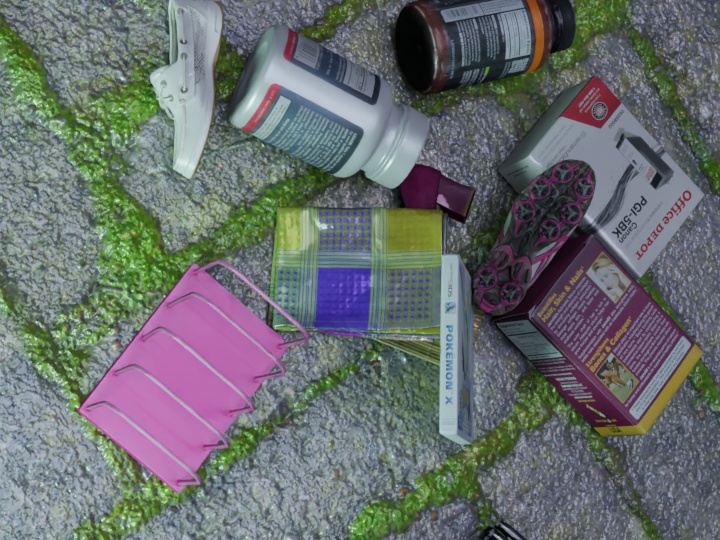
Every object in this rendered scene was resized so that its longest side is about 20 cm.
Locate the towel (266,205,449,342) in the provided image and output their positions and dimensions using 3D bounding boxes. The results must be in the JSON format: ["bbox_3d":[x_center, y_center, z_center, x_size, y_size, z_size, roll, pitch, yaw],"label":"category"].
[{"bbox_3d":[0.000,0.000,1.693,0.198,0.023,0.145,3,81,7],"label":"towel"}]

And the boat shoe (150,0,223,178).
[{"bbox_3d":[-0.192,-0.197,1.668,0.069,0.071,0.202,10,71,-19],"label":"boat shoe"}]

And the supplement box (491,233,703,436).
[{"bbox_3d":[0.272,0.078,1.793,0.200,0.103,0.131,46,70,-11],"label":"supplement box"}]

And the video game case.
[{"bbox_3d":[0.105,0.089,1.670,0.022,0.200,0.185,0,81,9],"label":"video game case"}]

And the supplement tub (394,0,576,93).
[{"bbox_3d":[0.146,-0.271,1.789,0.198,0.107,0.108,-14,88,-23],"label":"supplement tub"}]

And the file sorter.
[{"bbox_3d":[-0.166,0.106,1.605,0.139,0.125,0.201,41,71,-11],"label":"file sorter"}]

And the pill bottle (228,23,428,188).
[{"bbox_3d":[-0.033,-0.171,1.698,0.199,0.119,0.121,26,74,-16],"label":"pill bottle"}]

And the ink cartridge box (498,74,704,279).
[{"bbox_3d":[0.284,-0.103,1.833,0.200,0.083,0.147,45,69,-10],"label":"ink cartridge box"}]

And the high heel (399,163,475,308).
[{"bbox_3d":[0.053,-0.023,1.745,0.095,0.068,0.201,20,67,9],"label":"high heel"}]

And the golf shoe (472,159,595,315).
[{"bbox_3d":[0.191,-0.040,1.754,0.072,0.092,0.201,37,92,6],"label":"golf shoe"}]

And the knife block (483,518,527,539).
[{"bbox_3d":[0.213,0.359,1.754,0.198,0.064,0.178,-5,86,-22],"label":"knife block"}]

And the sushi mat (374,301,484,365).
[{"bbox_3d":[0.049,0.042,1.758,0.198,0.012,0.097,22,75,-18],"label":"sushi mat"}]
